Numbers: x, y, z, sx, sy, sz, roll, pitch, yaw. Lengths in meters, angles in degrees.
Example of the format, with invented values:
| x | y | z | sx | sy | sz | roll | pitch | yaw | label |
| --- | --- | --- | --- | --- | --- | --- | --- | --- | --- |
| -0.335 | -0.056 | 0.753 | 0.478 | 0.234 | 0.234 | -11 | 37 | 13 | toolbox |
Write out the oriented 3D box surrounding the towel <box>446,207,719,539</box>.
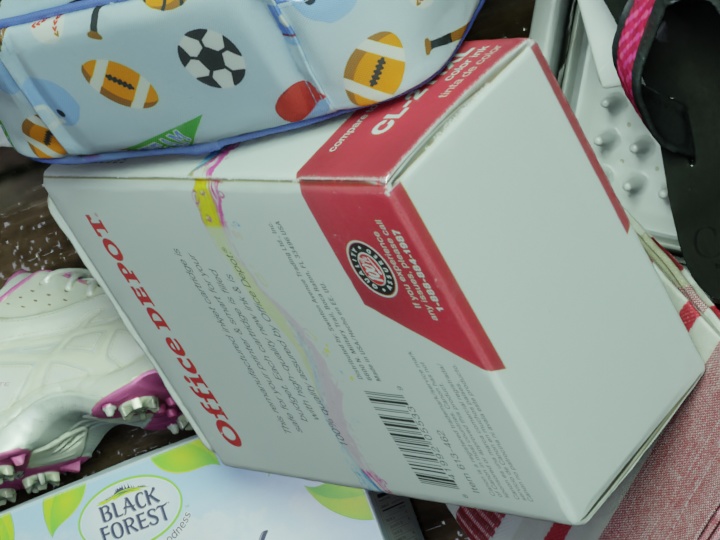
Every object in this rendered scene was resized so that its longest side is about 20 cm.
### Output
| x | y | z | sx | sy | sz | roll | pitch | yaw | label |
| --- | --- | --- | --- | --- | --- | --- | --- | --- | --- |
| 0.071 | 0.040 | 0.910 | 0.200 | 0.023 | 0.145 | 51 | 125 | 37 | towel |

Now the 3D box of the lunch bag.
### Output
| x | y | z | sx | sy | sz | roll | pitch | yaw | label |
| --- | --- | --- | --- | --- | --- | --- | --- | --- | --- |
| -0.043 | -0.116 | 0.842 | 0.199 | 0.161 | 0.076 | -4 | 133 | 32 | lunch bag |

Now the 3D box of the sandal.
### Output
| x | y | z | sx | sy | sz | roll | pitch | yaw | label |
| --- | --- | --- | --- | --- | --- | --- | --- | --- | --- |
| 0.122 | -0.069 | 0.835 | 0.075 | 0.045 | 0.201 | -9 | 117 | 21 | sandal |

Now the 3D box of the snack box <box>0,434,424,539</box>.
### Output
| x | y | z | sx | sy | sz | roll | pitch | yaw | label |
| --- | --- | --- | --- | --- | --- | --- | --- | --- | --- |
| -0.067 | 0.145 | 1.016 | 0.199 | 0.053 | 0.143 | -22 | 84 | 20 | snack box |

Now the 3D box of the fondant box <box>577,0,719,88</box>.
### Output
| x | y | z | sx | sy | sz | roll | pitch | yaw | label |
| --- | --- | --- | --- | --- | --- | --- | --- | --- | --- |
| 0.131 | -0.174 | 0.834 | 0.143 | 0.058 | 0.201 | -8 | 116 | 20 | fondant box |

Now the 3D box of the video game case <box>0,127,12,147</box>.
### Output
| x | y | z | sx | sy | sz | roll | pitch | yaw | label |
| --- | --- | --- | --- | --- | --- | --- | --- | --- | --- |
| -0.213 | -0.146 | 1.020 | 0.199 | 0.024 | 0.184 | 6 | 107 | 39 | video game case |

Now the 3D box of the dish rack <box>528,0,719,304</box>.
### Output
| x | y | z | sx | sy | sz | roll | pitch | yaw | label |
| --- | --- | --- | --- | --- | --- | --- | --- | --- | --- |
| 0.150 | -0.089 | 0.925 | 0.170 | 0.043 | 0.202 | 13 | 98 | 19 | dish rack |

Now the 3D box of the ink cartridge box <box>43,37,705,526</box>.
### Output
| x | y | z | sx | sy | sz | roll | pitch | yaw | label |
| --- | --- | --- | --- | --- | --- | --- | --- | --- | --- |
| 0.000 | 0.000 | 0.862 | 0.199 | 0.083 | 0.146 | 4 | 133 | 50 | ink cartridge box |

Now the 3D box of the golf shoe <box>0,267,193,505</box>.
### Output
| x | y | z | sx | sy | sz | roll | pitch | yaw | label |
| --- | --- | --- | --- | --- | --- | --- | --- | --- | --- |
| -0.108 | 0.030 | 1.016 | 0.199 | 0.075 | 0.092 | -21 | 70 | 13 | golf shoe |
